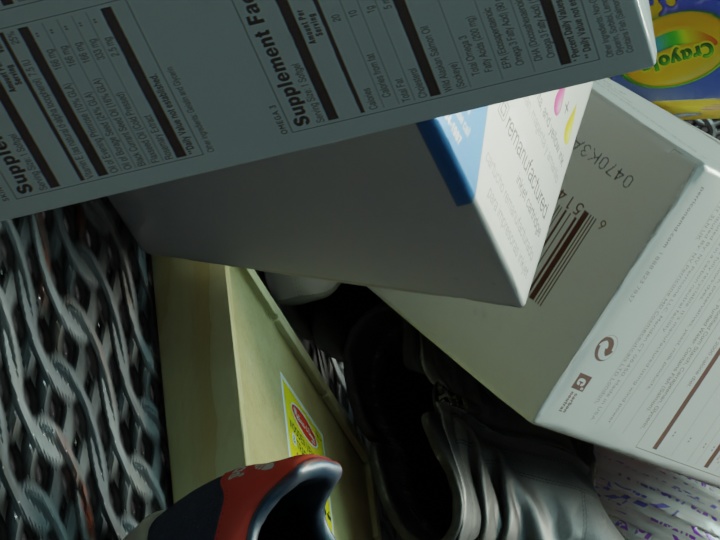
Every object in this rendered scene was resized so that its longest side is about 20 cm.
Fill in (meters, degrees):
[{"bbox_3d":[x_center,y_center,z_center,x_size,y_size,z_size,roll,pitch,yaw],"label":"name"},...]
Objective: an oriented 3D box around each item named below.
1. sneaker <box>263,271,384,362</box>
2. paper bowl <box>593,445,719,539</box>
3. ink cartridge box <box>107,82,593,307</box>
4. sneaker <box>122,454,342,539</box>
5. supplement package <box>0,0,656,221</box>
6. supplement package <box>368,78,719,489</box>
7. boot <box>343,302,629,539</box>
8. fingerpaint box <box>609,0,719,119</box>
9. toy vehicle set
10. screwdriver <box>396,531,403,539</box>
[{"bbox_3d":[0.000,0.000,1.151,0.200,0.074,0.089,23,60,-64],"label":"sneaker"},{"bbox_3d":[0.110,0.132,1.260,0.105,0.200,0.201,-66,160,-10],"label":"paper bowl"},{"bbox_3d":[0.000,-0.116,0.894,0.147,0.144,0.201,59,44,-56],"label":"ink cartridge box"},{"bbox_3d":[0.005,0.144,0.789,0.201,0.084,0.075,59,26,10],"label":"sneaker"},{"bbox_3d":[-0.041,-0.132,0.718,0.151,0.199,0.152,66,15,-48],"label":"supplement package"},{"bbox_3d":[0.115,0.003,1.092,0.117,0.118,0.200,39,11,37],"label":"supplement package"},{"bbox_3d":[0.060,0.112,1.087,0.131,0.070,0.201,16,40,-57],"label":"boot"},{"bbox_3d":[0.058,-0.146,1.168,0.073,0.199,0.168,93,-6,-87],"label":"fingerpaint box"},{"bbox_3d":[-0.027,0.083,1.001,0.200,0.026,0.125,61,18,-57],"label":"toy vehicle set"},{"bbox_3d":[0.025,0.124,1.167,0.029,0.028,0.201,-45,145,-30],"label":"screwdriver"}]
